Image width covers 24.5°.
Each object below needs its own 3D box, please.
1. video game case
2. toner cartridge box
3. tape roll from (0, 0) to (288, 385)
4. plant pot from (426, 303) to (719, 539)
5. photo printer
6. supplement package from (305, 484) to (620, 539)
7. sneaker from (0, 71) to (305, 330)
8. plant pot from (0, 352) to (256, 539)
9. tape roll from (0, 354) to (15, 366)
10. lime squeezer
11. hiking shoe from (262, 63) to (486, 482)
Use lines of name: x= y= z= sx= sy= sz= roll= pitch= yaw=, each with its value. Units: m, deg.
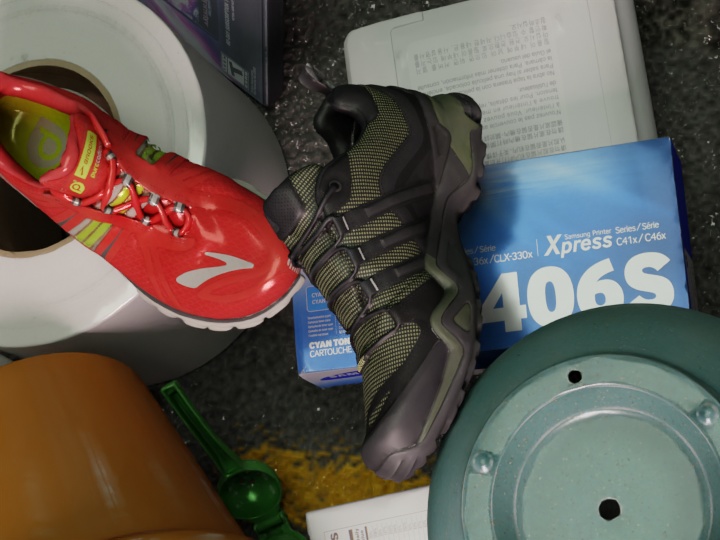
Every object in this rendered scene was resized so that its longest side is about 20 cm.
video game case: x=-0.120 y=-0.199 z=0.960 sx=0.199 sy=0.143 sz=0.019 roll=38 pitch=61 yaw=21
toner cartridge box: x=0.064 y=-0.002 z=0.828 sx=0.198 sy=0.043 sz=0.096 roll=-9 pitch=74 yaw=15
tape roll: x=-0.153 y=-0.044 z=0.931 sx=0.200 sy=0.139 sz=0.205 roll=-4 pitch=77 yaw=16
plant pot: x=0.113 y=0.104 z=0.696 sx=0.198 sy=0.134 sz=0.203 roll=-3 pitch=78 yaw=16
photo printer: x=0.081 y=-0.047 z=0.893 sx=0.165 sy=0.069 sz=0.202 roll=-12 pitch=75 yaw=14
supplement package: x=0.087 y=0.157 z=0.823 sx=0.198 sy=0.109 sz=0.115 roll=-13 pitch=74 yaw=14
sneaker: x=-0.118 y=-0.035 z=0.798 sx=0.199 sy=0.085 sz=0.078 roll=28 pitch=87 yaw=18
plant pot: x=-0.139 y=0.150 z=0.810 sx=0.199 sy=0.200 sz=0.184 roll=-32 pitch=56 yaw=8
tape roll: x=-0.261 y=0.108 z=0.897 sx=0.201 sy=0.203 sz=0.037 roll=-24 pitch=52 yaw=11
lime squeezer: x=-0.049 y=0.144 z=0.896 sx=0.037 sy=0.071 sz=0.202 roll=-26 pitch=93 yaw=-8
hiking shoe: x=0.000 y=0.000 z=0.755 sx=0.100 sy=0.076 sz=0.202 roll=12 pitch=56 yaw=-12
